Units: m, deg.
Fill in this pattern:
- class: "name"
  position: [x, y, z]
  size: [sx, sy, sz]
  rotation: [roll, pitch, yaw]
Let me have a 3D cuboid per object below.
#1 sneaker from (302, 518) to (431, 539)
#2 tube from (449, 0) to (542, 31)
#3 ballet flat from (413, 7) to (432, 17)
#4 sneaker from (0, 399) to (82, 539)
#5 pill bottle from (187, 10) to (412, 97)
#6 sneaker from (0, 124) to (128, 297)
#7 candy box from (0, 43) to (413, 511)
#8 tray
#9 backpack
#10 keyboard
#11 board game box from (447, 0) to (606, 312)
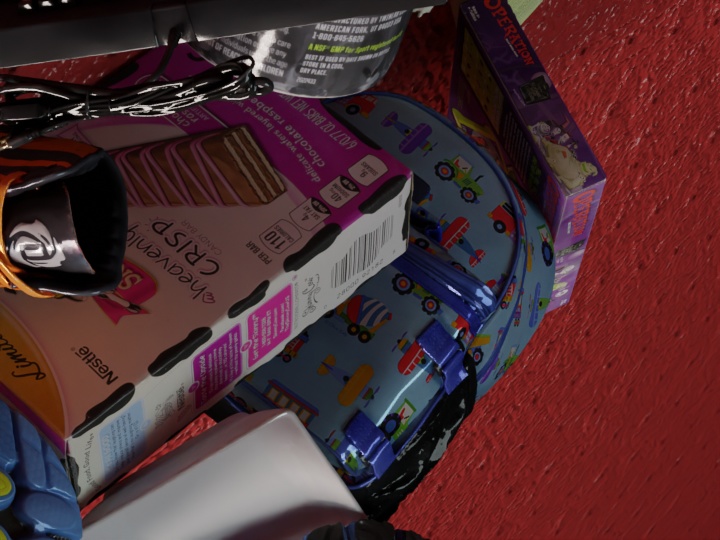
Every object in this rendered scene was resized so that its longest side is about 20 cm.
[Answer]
- class: "sneaker"
  position: [-0.041, 0.171, 0.957]
  size: [0.199, 0.076, 0.078]
  rotation: [-11, 157, -20]
- class: "tube"
  position: [0.067, -0.162, 1.080]
  size: [0.058, 0.052, 0.200]
  rotation: [-9, 162, 9]
- class: "ballet flat"
  position: [0.028, -0.195, 0.925]
  size: [0.064, 0.076, 0.201]
  rotation: [-14, 137, -31]
- class: "sneaker"
  position: [-0.204, 0.078, 0.802]
  size: [0.083, 0.199, 0.071]
  rotation: [117, -15, -57]
- class: "pill bottle"
  position: [-0.006, -0.178, 0.834]
  size: [0.106, 0.106, 0.201]
  rotation: [-24, 146, -46]
- class: "sneaker"
  position: [-0.161, -0.012, 0.762]
  size: [0.200, 0.112, 0.078]
  rotation: [-41, 128, -49]
- class: "candy box"
  position: [-0.093, -0.010, 0.895]
  size: [0.200, 0.136, 0.061]
  rotation: [-39, 153, -26]
- class: "tray"
  position: [-0.058, 0.115, 0.929]
  size: [0.107, 0.022, 0.200]
  rotation: [-31, 154, -2]
- class: "backpack"
  position: [0.000, 0.000, 1.022]
  size: [0.200, 0.182, 0.135]
  rotation: [-47, 166, -15]
- class: "keyboard"
  position: [-0.064, -0.095, 0.724]
  size: [0.127, 0.199, 0.021]
  rotation: [-78, 153, -43]
- class: "board game box"
  position: [0.086, -0.058, 1.129]
  size: [0.032, 0.120, 0.200]
  rotation: [-21, 163, -7]
